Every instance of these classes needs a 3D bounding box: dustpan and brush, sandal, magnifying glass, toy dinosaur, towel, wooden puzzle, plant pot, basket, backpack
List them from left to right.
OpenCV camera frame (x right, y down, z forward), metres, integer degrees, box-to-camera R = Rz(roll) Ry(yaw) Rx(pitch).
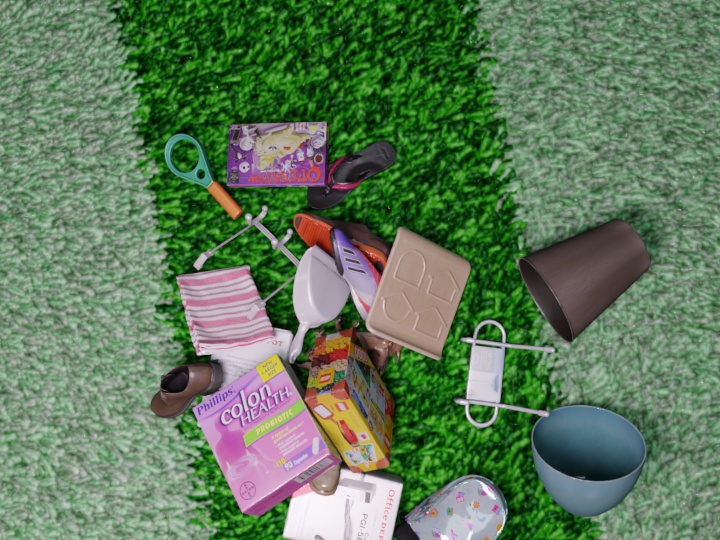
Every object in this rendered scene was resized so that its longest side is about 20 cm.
[{"bbox_3d":[-0.299,-0.179,1.614,0.080,0.022,0.200,-44,85,16],"label":"magnifying glass"},{"bbox_3d":[-0.247,0.065,1.533,0.144,0.030,0.201,-9,46,-20],"label":"towel"},{"bbox_3d":[-0.089,0.075,1.545,0.056,0.139,0.203,-7,60,35],"label":"dustpan and brush"},{"bbox_3d":[-0.021,0.165,1.571,0.198,0.086,0.136,-32,110,9],"label":"toy dinosaur"},{"bbox_3d":[-0.021,-0.189,1.616,0.198,0.045,0.076,-33,86,-3],"label":"sandal"},{"bbox_3d":[0.104,0.043,1.565,0.183,0.046,0.203,24,79,-32],"label":"wooden puzzle"},{"bbox_3d":[0.177,0.464,1.518,0.199,0.127,0.167,-40,83,-6],"label":"backpack"},{"bbox_3d":[0.404,0.359,1.512,0.196,0.201,0.137,-4,119,0],"label":"plant pot"},{"bbox_3d":[0.421,0.002,1.560,0.198,0.136,0.182,-32,89,-7],"label":"basket"}]

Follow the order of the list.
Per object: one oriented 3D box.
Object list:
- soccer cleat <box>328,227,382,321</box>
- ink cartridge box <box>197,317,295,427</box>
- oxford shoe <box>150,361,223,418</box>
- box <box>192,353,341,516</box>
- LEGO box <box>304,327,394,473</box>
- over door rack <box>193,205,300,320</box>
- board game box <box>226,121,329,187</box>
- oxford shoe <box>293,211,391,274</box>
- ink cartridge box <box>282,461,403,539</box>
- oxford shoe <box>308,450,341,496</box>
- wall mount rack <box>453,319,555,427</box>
[{"bbox_3d":[0.000,0.000,1.552,0.072,0.069,0.202,-20,118,7],"label":"soccer cleat"},{"bbox_3d":[-0.208,0.200,1.562,0.144,0.083,0.204,12,85,2],"label":"ink cartridge box"},{"bbox_3d":[-0.336,0.210,1.524,0.083,0.199,0.074,13,52,-40],"label":"oxford shoe"},{"bbox_3d":[-0.158,0.280,1.437,0.174,0.097,0.202,-32,67,-1],"label":"box"},{"bbox_3d":[-0.014,0.229,1.478,0.076,0.150,0.202,-16,126,19],"label":"LEGO box"},{"bbox_3d":[-0.183,-0.024,1.545,0.148,0.067,0.200,43,47,4],"label":"over door rack"},{"bbox_3d":[-0.158,-0.221,1.609,0.196,0.032,0.123,0,89,12],"label":"board game box"},{"bbox_3d":[-0.033,-0.062,1.598,0.198,0.072,0.073,29,46,-3],"label":"oxford shoe"},{"bbox_3d":[-0.030,0.432,1.542,0.196,0.083,0.150,12,84,2],"label":"ink cartridge box"},{"bbox_3d":[-0.066,0.303,1.503,0.069,0.075,0.202,5,43,-12],"label":"oxford shoe"},{"bbox_3d":[0.265,0.196,1.567,0.170,0.075,0.204,7,86,0],"label":"wall mount rack"}]
